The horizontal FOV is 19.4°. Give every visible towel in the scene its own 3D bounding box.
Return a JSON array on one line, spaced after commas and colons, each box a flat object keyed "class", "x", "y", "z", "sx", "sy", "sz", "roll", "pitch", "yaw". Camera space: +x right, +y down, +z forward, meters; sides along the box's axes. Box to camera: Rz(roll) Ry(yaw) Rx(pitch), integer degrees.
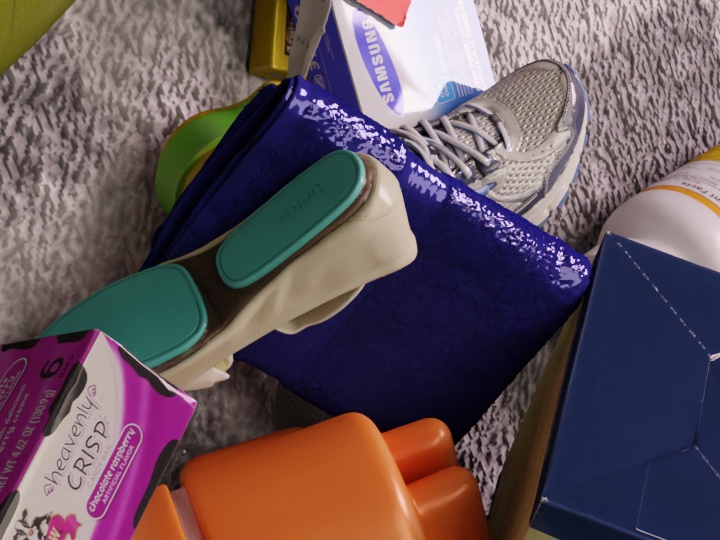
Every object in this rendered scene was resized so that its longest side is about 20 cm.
[{"class": "towel", "x": 0.000, "y": 0.000, "z": 1.049, "sx": 0.199, "sy": 0.148, "sz": 0.050, "roll": 30, "pitch": 25, "yaw": -25}]

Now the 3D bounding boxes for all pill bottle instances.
[{"class": "pill bottle", "x": 0.215, "y": -0.009, "z": 1.299, "sx": 0.199, "sy": 0.111, "sz": 0.112, "roll": -29, "pitch": 106, "yaw": -38}]

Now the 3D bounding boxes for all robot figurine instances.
[{"class": "robot figurine", "x": -0.037, "y": 0.143, "z": 1.024, "sx": 0.198, "sy": 0.117, "sz": 0.145, "roll": -20, "pitch": 77, "yaw": -6}]

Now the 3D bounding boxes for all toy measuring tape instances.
[{"class": "toy measuring tape", "x": -0.062, "y": -0.079, "z": 1.057, "sx": 0.073, "sy": 0.073, "sz": 0.201, "roll": -10, "pitch": 125, "yaw": -41}]

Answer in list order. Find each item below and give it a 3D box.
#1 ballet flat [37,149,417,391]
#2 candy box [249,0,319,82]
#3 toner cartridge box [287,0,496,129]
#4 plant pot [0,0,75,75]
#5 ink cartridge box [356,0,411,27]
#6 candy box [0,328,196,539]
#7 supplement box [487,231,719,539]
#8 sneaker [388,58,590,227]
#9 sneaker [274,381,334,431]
[{"class": "ballet flat", "x": -0.061, "y": 0.019, "z": 0.987, "sx": 0.070, "sy": 0.199, "sz": 0.070, "roll": 57, "pitch": 11, "yaw": -18}, {"class": "candy box", "x": -0.008, "y": -0.198, "z": 1.170, "sx": 0.102, "sy": 0.026, "sz": 0.202, "roll": 11, "pitch": 80, "yaw": -41}, {"class": "toner cartridge box", "x": 0.003, "y": -0.175, "z": 1.132, "sx": 0.094, "sy": 0.043, "sz": 0.202, "roll": -21, "pitch": 98, "yaw": -33}, {"class": "plant pot", "x": -0.188, "y": -0.171, "z": 0.919, "sx": 0.193, "sy": 0.199, "sz": 0.202, "roll": -40, "pitch": 113, "yaw": -48}, {"class": "ink cartridge box", "x": -0.020, "y": -0.241, "z": 1.067, "sx": 0.199, "sy": 0.050, "sz": 0.162, "roll": 28, "pitch": 72, "yaw": -27}, {"class": "candy box", "x": -0.170, "y": 0.103, "z": 0.890, "sx": 0.061, "sy": 0.199, "sz": 0.137, "roll": 39, "pitch": 61, "yaw": -27}, {"class": "supplement box", "x": 0.141, "y": 0.132, "z": 1.075, "sx": 0.133, "sy": 0.201, "sz": 0.201, "roll": 20, "pitch": 42, "yaw": 1}, {"class": "sneaker", "x": 0.038, "y": -0.042, "z": 1.097, "sx": 0.200, "sy": 0.077, "sz": 0.085, "roll": -43, "pitch": 147, "yaw": -3}, {"class": "sneaker", "x": 0.010, "y": 0.141, "z": 1.135, "sx": 0.080, "sy": 0.070, "sz": 0.202, "roll": -5, "pitch": 89, "yaw": -44}]
